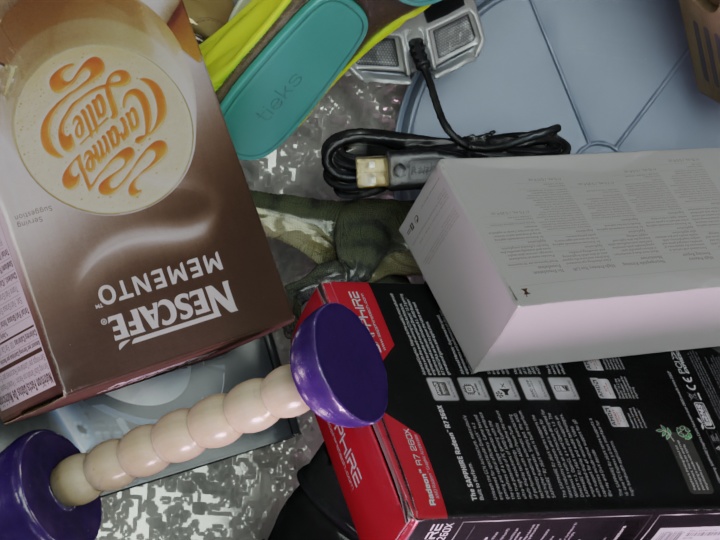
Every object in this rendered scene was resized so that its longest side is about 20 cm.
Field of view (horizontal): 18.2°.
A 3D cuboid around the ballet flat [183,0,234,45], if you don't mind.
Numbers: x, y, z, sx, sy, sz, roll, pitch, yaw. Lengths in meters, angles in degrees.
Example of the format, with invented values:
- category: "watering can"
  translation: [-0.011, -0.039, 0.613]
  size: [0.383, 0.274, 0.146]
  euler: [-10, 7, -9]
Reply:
- category: "ballet flat"
  translation: [-0.153, -0.127, 1.033]
  size: [0.200, 0.069, 0.063]
  euler: [14, 54, -12]

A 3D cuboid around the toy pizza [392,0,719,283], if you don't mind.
- category: "toy pizza"
  translation: [0.111, -0.047, 1.084]
  size: [0.200, 0.032, 0.200]
  euler: [1, 85, -10]

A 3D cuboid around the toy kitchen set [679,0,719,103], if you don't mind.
- category: "toy kitchen set"
  translation: [0.105, -0.177, 1.052]
  size: [0.163, 0.200, 0.181]
  euler: [-30, 126, -15]

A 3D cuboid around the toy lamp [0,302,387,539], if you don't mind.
- category: "toy lamp"
  translation: [-0.084, 0.074, 0.925]
  size: [0.200, 0.058, 0.058]
  euler: [-24, 89, 28]

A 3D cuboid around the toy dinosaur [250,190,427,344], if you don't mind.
- category: "toy dinosaur"
  translation: [0.000, 0.000, 1.017]
  size: [0.200, 0.047, 0.088]
  euler: [11, 74, -15]

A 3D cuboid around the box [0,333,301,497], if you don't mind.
- category: "box"
  translation: [-0.145, 0.028, 1.018]
  size: [0.200, 0.044, 0.160]
  euler: [-15, 87, -12]

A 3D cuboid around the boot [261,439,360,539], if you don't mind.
- category: "boot"
  translation: [0.006, 0.186, 0.974]
  size: [0.198, 0.073, 0.163]
  euler: [38, 106, 12]

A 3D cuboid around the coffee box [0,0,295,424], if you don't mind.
- category: "coffee box"
  translation: [-0.120, -0.050, 0.936]
  size: [0.114, 0.080, 0.200]
  euler: [-19, 87, -31]

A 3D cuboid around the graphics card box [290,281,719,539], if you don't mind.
- category: "graphics card box"
  translation: [0.080, 0.066, 0.969]
  size: [0.200, 0.051, 0.126]
  euler: [0, 49, -29]

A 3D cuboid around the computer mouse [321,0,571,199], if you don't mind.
- category: "computer mouse"
  translation: [0.023, -0.115, 1.041]
  size: [0.110, 0.044, 0.200]
  euler: [-11, 58, -3]

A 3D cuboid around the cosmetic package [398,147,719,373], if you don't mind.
- category: "cosmetic package"
  translation: [0.122, -0.007, 0.991]
  size: [0.200, 0.051, 0.083]
  euler: [-4, 50, -33]

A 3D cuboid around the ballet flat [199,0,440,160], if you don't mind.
- category: "ballet flat"
  translation: [-0.003, -0.131, 0.978]
  size: [0.200, 0.067, 0.067]
  euler: [-42, 128, 12]
